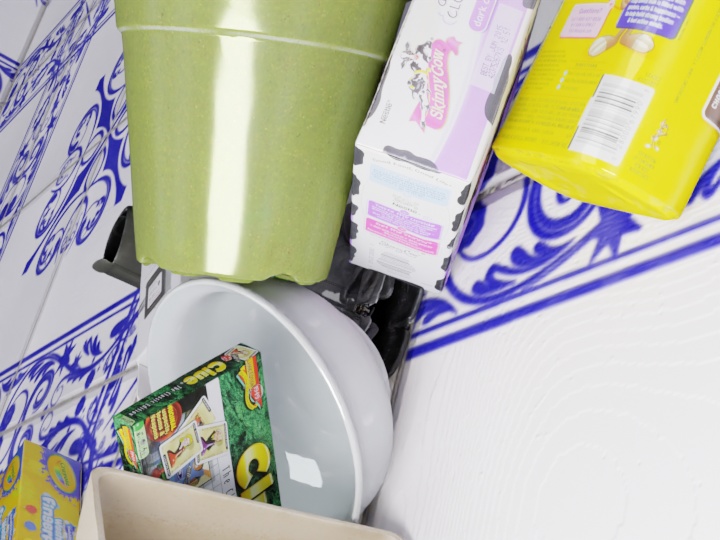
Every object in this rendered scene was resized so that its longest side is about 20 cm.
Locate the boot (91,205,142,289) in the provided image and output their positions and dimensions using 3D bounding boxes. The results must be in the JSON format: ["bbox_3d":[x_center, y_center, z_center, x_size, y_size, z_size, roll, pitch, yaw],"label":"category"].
[{"bbox_3d":[-0.159,-0.053,1.226,0.077,0.138,0.201,-36,34,44],"label":"boot"}]

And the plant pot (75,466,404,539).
[{"bbox_3d":[-0.073,0.250,0.700,0.178,0.199,0.200,-65,23,17],"label":"plant pot"}]

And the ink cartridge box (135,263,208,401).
[{"bbox_3d":[-0.117,0.042,1.076,0.067,0.116,0.200,-48,29,25],"label":"ink cartridge box"}]

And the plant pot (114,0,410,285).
[{"bbox_3d":[-0.070,-0.092,0.819,0.200,0.199,0.191,-166,81,-65],"label":"plant pot"}]

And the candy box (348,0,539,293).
[{"bbox_3d":[0.054,-0.099,0.832,0.200,0.071,0.168,93,-163,-71],"label":"candy box"}]

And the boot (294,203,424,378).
[{"bbox_3d":[0.000,0.000,0.972,0.131,0.070,0.201,-20,54,47],"label":"boot"}]

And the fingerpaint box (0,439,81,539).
[{"bbox_3d":[-0.350,0.298,1.310,0.167,0.073,0.200,-52,26,20],"label":"fingerpaint box"}]

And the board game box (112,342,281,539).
[{"bbox_3d":[-0.091,0.156,0.806,0.023,0.201,0.105,13,31,36],"label":"board game box"}]

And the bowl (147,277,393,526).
[{"bbox_3d":[-0.045,0.084,0.868,0.090,0.202,0.201,-28,-1,-40],"label":"bowl"}]

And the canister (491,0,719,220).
[{"bbox_3d":[0.168,-0.138,0.747,0.201,0.086,0.148,-64,24,-1],"label":"canister"}]

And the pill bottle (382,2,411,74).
[{"bbox_3d":[0.023,-0.208,1.061,0.116,0.115,0.200,-61,24,1],"label":"pill bottle"}]

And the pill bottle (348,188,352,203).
[{"bbox_3d":[-0.055,-0.145,0.994,0.109,0.109,0.200,-52,49,20],"label":"pill bottle"}]
